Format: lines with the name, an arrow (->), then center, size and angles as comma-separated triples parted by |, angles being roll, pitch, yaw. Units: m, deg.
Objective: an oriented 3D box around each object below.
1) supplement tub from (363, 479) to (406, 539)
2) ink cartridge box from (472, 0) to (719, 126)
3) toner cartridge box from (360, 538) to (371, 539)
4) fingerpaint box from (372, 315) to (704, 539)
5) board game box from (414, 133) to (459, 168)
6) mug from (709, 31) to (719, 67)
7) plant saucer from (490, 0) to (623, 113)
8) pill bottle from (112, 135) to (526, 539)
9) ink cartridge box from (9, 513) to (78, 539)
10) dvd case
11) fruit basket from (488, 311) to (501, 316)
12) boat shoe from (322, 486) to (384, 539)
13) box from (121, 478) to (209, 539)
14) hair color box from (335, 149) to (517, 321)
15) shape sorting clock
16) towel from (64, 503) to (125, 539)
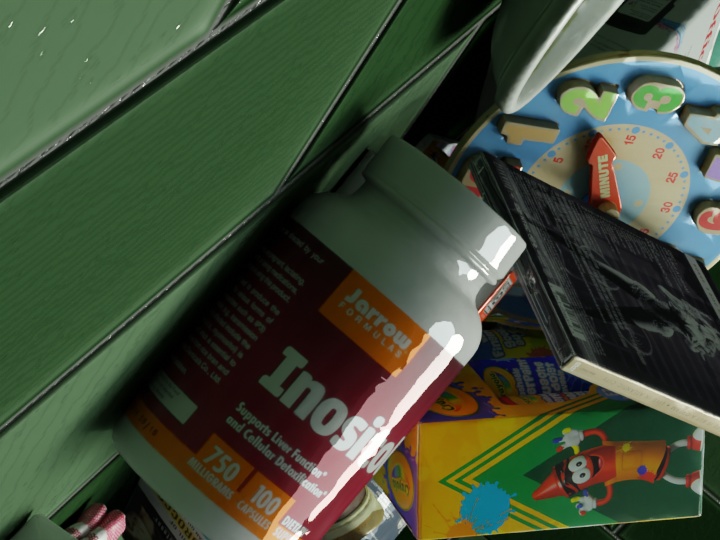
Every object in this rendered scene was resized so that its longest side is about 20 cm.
supplement tub -> -0.054, 0.214, 1.741 | 0.200, 0.140, 0.140 | -49, 174, -15
ink cartridge box -> 0.146, -0.107, 1.318 | 0.200, 0.083, 0.146 | -45, 155, -47
toner cartridge box -> -0.074, 0.212, 1.225 | 0.200, 0.043, 0.095 | -22, 166, 7
fingerpaint box -> 0.086, 0.083, 1.224 | 0.200, 0.166, 0.074 | -133, -138, -71
board game box -> 0.000, 0.000, 1.339 | 0.200, 0.026, 0.200 | -51, 174, 7
mug -> 0.265, -0.220, 1.519 | 0.152, 0.114, 0.185 | -52, 175, 25
plant saucer -> 0.118, -0.168, 1.028 | 0.200, 0.050, 0.200 | -49, 174, -7
pill bottle -> -0.016, 0.038, 1.004 | 0.200, 0.113, 0.113 | -51, 175, -1
ink cartridge box -> -0.171, 0.227, 1.030 | 0.116, 0.067, 0.200 | -46, 158, -36
dvd case -> 0.150, 0.022, 1.139 | 0.200, 0.149, 0.016 | 23, 124, -40
fruit basket -> 0.119, -0.004, 1.439 | 0.094, 0.200, 0.185 | 24, 111, -42
boat shoe -> -0.047, 0.112, 1.289 | 0.072, 0.066, 0.201 | -27, -158, -15
box -> -0.088, 0.138, 1.235 | 0.049, 0.082, 0.200 | -31, 166, -27
hair color box -> -0.019, 0.047, 1.102 | 0.200, 0.101, 0.061 | -49, 171, 1
shape sorting clock -> 0.140, -0.042, 1.211 | 0.200, 0.200, 0.039 | -53, -150, 31
towel -> -0.208, 0.218, 1.113 | 0.200, 0.030, 0.146 | -44, 171, -48
